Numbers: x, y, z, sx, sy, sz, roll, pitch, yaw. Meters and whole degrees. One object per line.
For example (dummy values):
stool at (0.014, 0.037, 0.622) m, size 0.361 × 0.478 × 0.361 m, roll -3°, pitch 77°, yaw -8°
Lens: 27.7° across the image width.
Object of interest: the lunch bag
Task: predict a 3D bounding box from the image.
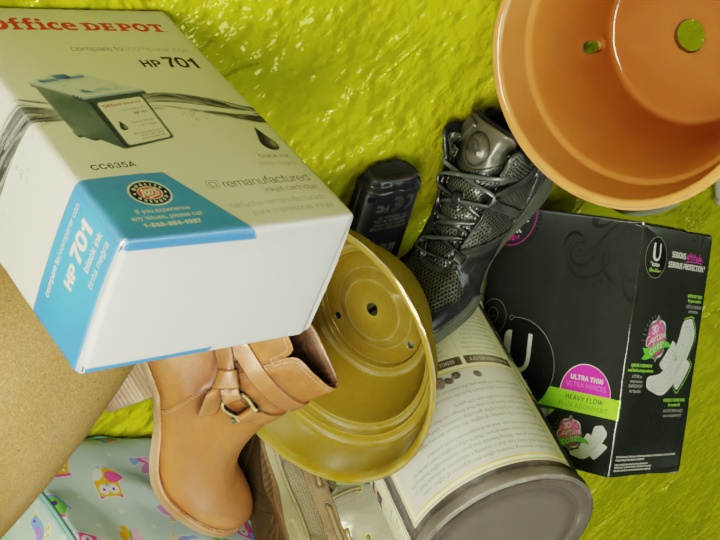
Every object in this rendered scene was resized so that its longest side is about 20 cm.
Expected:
lunch bag at (-0.167, 0.201, 1.067) m, size 0.199 × 0.161 × 0.077 m, roll 6°, pitch 126°, yaw -52°

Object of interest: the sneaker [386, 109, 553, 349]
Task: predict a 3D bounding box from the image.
sneaker at (0.072, -0.041, 1.082) m, size 0.200 × 0.076 × 0.115 m, roll -51°, pitch 148°, yaw -19°

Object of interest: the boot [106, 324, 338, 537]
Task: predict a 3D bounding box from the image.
boot at (-0.082, 0.096, 1.018) m, size 0.154 × 0.077 × 0.201 m, roll -19°, pitch 116°, yaw 18°

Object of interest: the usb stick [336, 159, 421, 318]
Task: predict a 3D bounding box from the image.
usb stick at (0.000, 0.000, 1.124) m, size 0.055 × 0.033 × 0.201 m, roll -11°, pitch 138°, yaw -29°

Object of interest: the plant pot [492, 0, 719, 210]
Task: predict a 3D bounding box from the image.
plant pot at (0.211, -0.156, 1.024) m, size 0.140 × 0.200 × 0.201 m, roll -26°, pitch 150°, yaw -52°

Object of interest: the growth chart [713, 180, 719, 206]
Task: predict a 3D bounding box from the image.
growth chart at (0.416, -0.139, 1.419) m, size 0.199 × 0.018 × 0.145 m, roll -34°, pitch 149°, yaw -11°

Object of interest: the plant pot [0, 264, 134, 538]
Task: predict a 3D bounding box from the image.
plant pot at (-0.212, 0.047, 0.833) m, size 0.199 × 0.186 × 0.188 m, roll -38°, pitch 152°, yaw -29°

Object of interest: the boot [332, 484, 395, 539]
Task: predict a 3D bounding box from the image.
boot at (0.004, 0.251, 1.322) m, size 0.199 × 0.155 × 0.072 m, roll -28°, pitch 147°, yaw -19°

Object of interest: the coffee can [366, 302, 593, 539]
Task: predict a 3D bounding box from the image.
coffee can at (0.069, 0.127, 1.113) m, size 0.145 × 0.201 × 0.147 m, roll -15°, pitch 139°, yaw -14°

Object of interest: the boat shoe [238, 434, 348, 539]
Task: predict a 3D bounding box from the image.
boat shoe at (-0.052, 0.164, 1.108) m, size 0.064 × 0.201 × 0.072 m, roll 5°, pitch 135°, yaw -24°

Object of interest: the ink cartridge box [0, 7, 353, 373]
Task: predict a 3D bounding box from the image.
ink cartridge box at (-0.123, -0.050, 0.762) m, size 0.145 × 0.200 × 0.086 m, roll -8°, pitch 136°, yaw -42°

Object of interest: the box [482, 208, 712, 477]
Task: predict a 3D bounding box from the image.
box at (0.189, 0.056, 1.213) m, size 0.124 × 0.147 × 0.203 m, roll 7°, pitch 92°, yaw -51°

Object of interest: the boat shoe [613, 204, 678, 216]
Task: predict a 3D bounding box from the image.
boat shoe at (0.205, -0.100, 1.196) m, size 0.071 × 0.061 × 0.201 m, roll -12°, pitch 159°, yaw 29°

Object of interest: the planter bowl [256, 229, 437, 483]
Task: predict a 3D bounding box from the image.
planter bowl at (-0.011, 0.041, 1.031) m, size 0.083 × 0.200 × 0.202 m, roll -33°, pitch 153°, yaw -48°
